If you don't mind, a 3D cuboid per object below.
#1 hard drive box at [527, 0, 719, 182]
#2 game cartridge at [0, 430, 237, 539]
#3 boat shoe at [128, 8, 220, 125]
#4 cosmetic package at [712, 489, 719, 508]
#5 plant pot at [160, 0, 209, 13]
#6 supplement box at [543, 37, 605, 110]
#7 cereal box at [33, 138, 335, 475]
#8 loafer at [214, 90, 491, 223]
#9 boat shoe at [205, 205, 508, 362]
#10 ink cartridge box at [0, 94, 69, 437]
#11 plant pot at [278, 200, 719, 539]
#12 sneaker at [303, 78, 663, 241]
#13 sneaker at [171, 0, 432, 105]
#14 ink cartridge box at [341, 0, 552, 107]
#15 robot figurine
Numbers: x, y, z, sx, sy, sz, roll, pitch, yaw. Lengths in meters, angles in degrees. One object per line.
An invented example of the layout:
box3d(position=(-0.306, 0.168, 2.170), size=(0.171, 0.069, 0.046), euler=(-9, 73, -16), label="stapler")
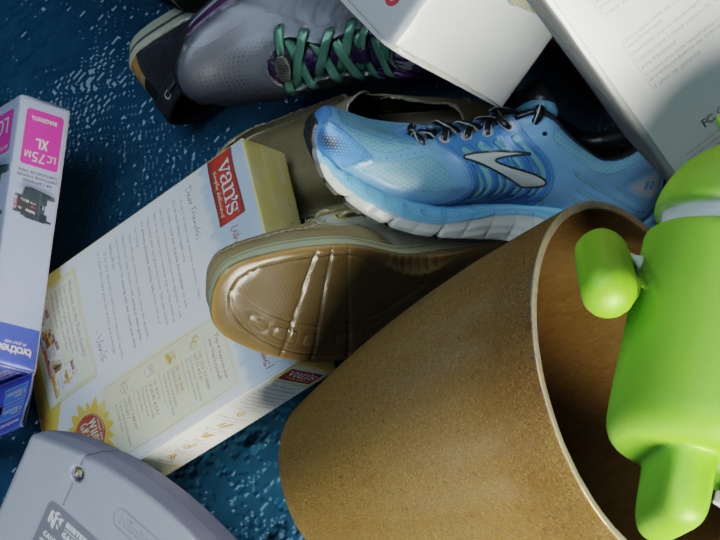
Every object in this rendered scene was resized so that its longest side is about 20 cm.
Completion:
box3d(position=(0.151, -0.162, 1.047), size=(0.156, 0.200, 0.077), euler=(-38, 33, 3), label="hard drive box")
box3d(position=(-0.124, 0.181, 1.219), size=(0.200, 0.040, 0.134), euler=(37, 115, 28), label="game cartridge")
box3d(position=(-0.048, -0.150, 1.320), size=(0.200, 0.075, 0.062), euler=(-29, 66, 19), label="boat shoe")
box3d(position=(0.233, 0.035, 1.105), size=(0.051, 0.083, 0.200), euler=(11, 77, 27), label="cosmetic package")
box3d(position=(-0.112, -0.270, 1.297), size=(0.199, 0.200, 0.178), euler=(-39, 44, 8), label="plant pot")
box3d(position=(0.184, -0.180, 1.193), size=(0.086, 0.110, 0.200), euler=(31, 86, 32), label="supplement box")
box3d(position=(-0.109, 0.035, 1.266), size=(0.200, 0.039, 0.144), euler=(-31, 59, 31), label="cereal box")
box3d(position=(-0.005, -0.068, 1.267), size=(0.200, 0.067, 0.076), euler=(-11, 67, 22), label="loafer")
box3d(position=(0.000, 0.000, 1.188), size=(0.066, 0.200, 0.074), euler=(46, 129, 47), label="boat shoe")
box3d(position=(-0.228, 0.005, 1.337), size=(0.119, 0.042, 0.201), euler=(-21, 61, 52), label="ink cartridge box")
box3d(position=(0.061, 0.084, 1.128), size=(0.200, 0.186, 0.187), euler=(-20, 62, 34), label="plant pot")
box3d(position=(0.068, -0.066, 1.169), size=(0.078, 0.199, 0.090), euler=(-108, 30, -61), label="sneaker")
box3d(position=(-0.007, -0.133, 1.246), size=(0.200, 0.075, 0.088), euler=(-19, 29, -4), label="sneaker")
box3d(position=(0.071, -0.206, 1.131), size=(0.200, 0.084, 0.146), euler=(-54, 37, 14), label="ink cartridge box")
box3d(position=(0.179, 0.029, 1.017), size=(0.175, 0.116, 0.200), euler=(15, 75, 0), label="robot figurine")
